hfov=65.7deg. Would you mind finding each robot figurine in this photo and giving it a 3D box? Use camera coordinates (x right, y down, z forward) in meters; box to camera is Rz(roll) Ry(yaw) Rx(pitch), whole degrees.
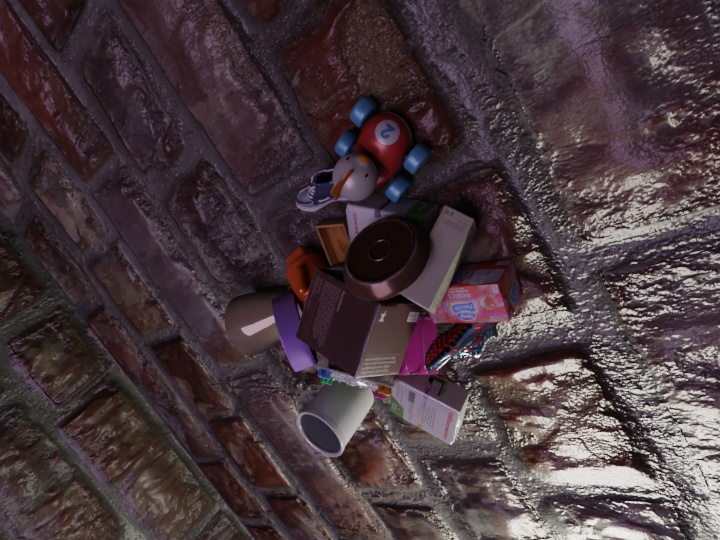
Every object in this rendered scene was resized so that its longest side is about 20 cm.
[{"bbox_3d":[-0.125,0.036,1.472,0.203,0.115,0.145,60,160,20],"label":"robot figurine"}]

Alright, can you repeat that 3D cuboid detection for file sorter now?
[{"bbox_3d":[0.081,0.186,1.361,0.195,0.125,0.143,-5,82,20],"label":"file sorter"}]

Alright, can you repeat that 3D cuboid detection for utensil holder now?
[{"bbox_3d":[-0.071,0.426,1.690,0.167,0.200,0.173,21,134,24],"label":"utensil holder"}]

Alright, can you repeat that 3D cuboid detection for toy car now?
[{"bbox_3d":[0.009,-0.215,1.137,0.184,0.200,0.178,40,138,4],"label":"toy car"}]

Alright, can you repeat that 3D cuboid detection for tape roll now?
[{"bbox_3d":[-0.174,0.162,1.488,0.064,0.201,0.204,-19,116,-2],"label":"tape roll"}]

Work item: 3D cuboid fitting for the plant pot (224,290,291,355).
[{"bbox_3d":[-0.272,0.139,1.668,0.197,0.188,0.190,-20,109,32],"label":"plant pot"}]

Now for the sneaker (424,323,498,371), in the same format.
[{"bbox_3d":[0.236,0.174,1.264,0.096,0.199,0.079,54,172,-16],"label":"sneaker"}]

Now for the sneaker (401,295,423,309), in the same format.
[{"bbox_3d":[0.104,0.046,1.337,0.200,0.068,0.093,-177,83,-76],"label":"sneaker"}]

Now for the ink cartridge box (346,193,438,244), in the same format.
[{"bbox_3d":[0.075,-0.086,1.266,0.196,0.084,0.149,15,127,31],"label":"ink cartridge box"}]

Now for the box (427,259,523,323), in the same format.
[{"bbox_3d":[0.243,0.048,1.225,0.197,0.100,0.097,-6,118,40],"label":"box"}]

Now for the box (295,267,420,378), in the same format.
[{"bbox_3d":[-0.007,0.112,1.224,0.198,0.164,0.168,27,101,38],"label":"box"}]

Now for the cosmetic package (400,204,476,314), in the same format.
[{"bbox_3d":[0.164,-0.020,1.154,0.072,0.203,0.103,28,178,18],"label":"cosmetic package"}]

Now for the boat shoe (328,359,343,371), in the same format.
[{"bbox_3d":[-0.032,0.160,1.437,0.064,0.205,0.072,15,157,-6],"label":"boat shoe"}]

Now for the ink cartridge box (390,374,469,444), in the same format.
[{"bbox_3d":[0.186,0.357,1.516,0.197,0.084,0.147,24,134,23],"label":"ink cartridge box"}]

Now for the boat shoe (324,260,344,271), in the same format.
[{"bbox_3d":[0.000,0.000,1.370,0.195,0.069,0.073,-5,125,17],"label":"boat shoe"}]

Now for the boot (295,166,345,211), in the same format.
[{"bbox_3d":[-0.097,-0.197,1.307,0.196,0.075,0.090,-12,157,36],"label":"boot"}]

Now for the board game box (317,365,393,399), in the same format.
[{"bbox_3d":[-0.017,0.297,1.458,0.195,0.026,0.200,14,164,2],"label":"board game box"}]

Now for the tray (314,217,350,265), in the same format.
[{"bbox_3d":[-0.038,-0.035,1.435,0.097,0.037,0.204,0,120,39],"label":"tray"}]

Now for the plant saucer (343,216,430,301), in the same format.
[{"bbox_3d":[0.045,-0.034,1.128,0.196,0.204,0.035,4,149,36],"label":"plant saucer"}]
